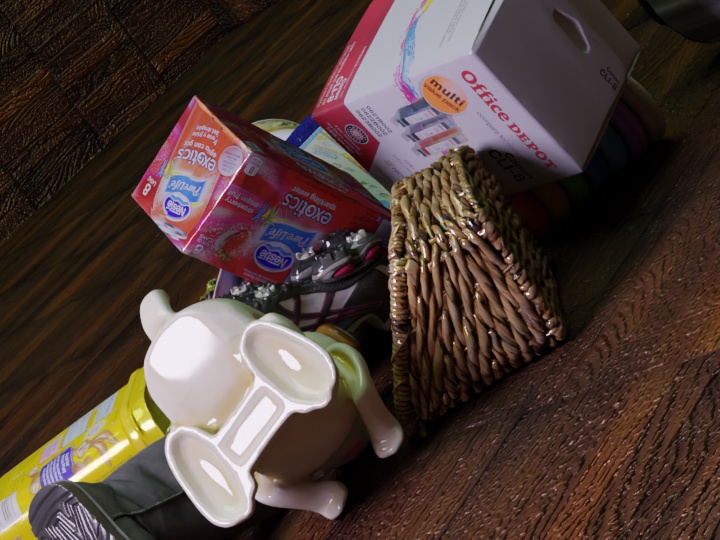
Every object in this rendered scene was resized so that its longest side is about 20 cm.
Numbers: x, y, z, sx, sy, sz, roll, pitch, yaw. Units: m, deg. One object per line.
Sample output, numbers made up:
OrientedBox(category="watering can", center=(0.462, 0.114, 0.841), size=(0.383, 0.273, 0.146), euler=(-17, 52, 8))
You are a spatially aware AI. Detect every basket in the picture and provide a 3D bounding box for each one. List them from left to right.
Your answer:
OrientedBox(category="basket", center=(0.053, 0.005, 1.408), size=(0.149, 0.143, 0.200), euler=(-33, 14, 12))

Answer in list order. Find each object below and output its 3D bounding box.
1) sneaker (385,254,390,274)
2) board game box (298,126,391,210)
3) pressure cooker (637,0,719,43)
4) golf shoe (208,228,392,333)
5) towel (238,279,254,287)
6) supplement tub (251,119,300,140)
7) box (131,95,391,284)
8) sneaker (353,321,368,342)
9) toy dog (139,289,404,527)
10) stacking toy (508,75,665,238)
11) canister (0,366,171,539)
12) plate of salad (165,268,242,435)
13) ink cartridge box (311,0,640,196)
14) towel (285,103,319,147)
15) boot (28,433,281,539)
OrientedBox(category="sneaker", center=(0.000, 0.000, 1.608), size=(0.199, 0.075, 0.082), euler=(-1, 37, 37))
OrientedBox(category="board game box", center=(0.049, -0.083, 1.667), size=(0.199, 0.034, 0.135), euler=(22, 47, 22))
OrientedBox(category="pressure cooker", center=(0.345, -0.298, 1.619), size=(0.200, 0.178, 0.176), euler=(-13, 47, 58))
OrientedBox(category="golf shoe", center=(-0.057, 0.043, 1.451), size=(0.199, 0.088, 0.077), euler=(-27, 16, -21))
OrientedBox(category="towel", center=(-0.093, 0.063, 1.593), size=(0.023, 0.145, 0.200), euler=(4, 12, 1))
OrientedBox(category="supplement tub", center=(-0.080, -0.083, 2.012), size=(0.144, 0.145, 0.200), euler=(-38, 14, -3))
OrientedBox(category="box", center=(-0.072, -0.048, 1.521), size=(0.100, 0.200, 0.095), euler=(-55, 48, 10))
OrientedBox(category="sneaker", center=(-0.051, 0.082, 1.591), size=(0.200, 0.075, 0.089), euler=(-39, -33, -69))
OrientedBox(category="toy dog", center=(-0.063, 0.095, 1.346), size=(0.140, 0.193, 0.200), euler=(-62, -26, 5))
OrientedBox(category="stacking toy", center=(0.161, -0.075, 1.558), size=(0.200, 0.085, 0.085), euler=(-47, 16, -13))
OrientedBox(category="canister", center=(-0.239, 0.182, 1.675), size=(0.200, 0.087, 0.149), euler=(-36, 14, 10))
OrientedBox(category="plate of salad", center=(-0.131, 0.080, 1.579), size=(0.048, 0.201, 0.200), euler=(7, 21, 2))
OrientedBox(category="ink cartridge box", center=(0.094, -0.154, 1.523), size=(0.200, 0.145, 0.145), euler=(-17, 38, 49))
OrientedBox(category="towel", center=(-0.010, -0.097, 1.886), size=(0.050, 0.148, 0.200), euler=(-37, 11, 39))
OrientedBox(category="boot", center=(-0.121, 0.193, 1.335), size=(0.073, 0.182, 0.200), euler=(-44, -17, 23))
